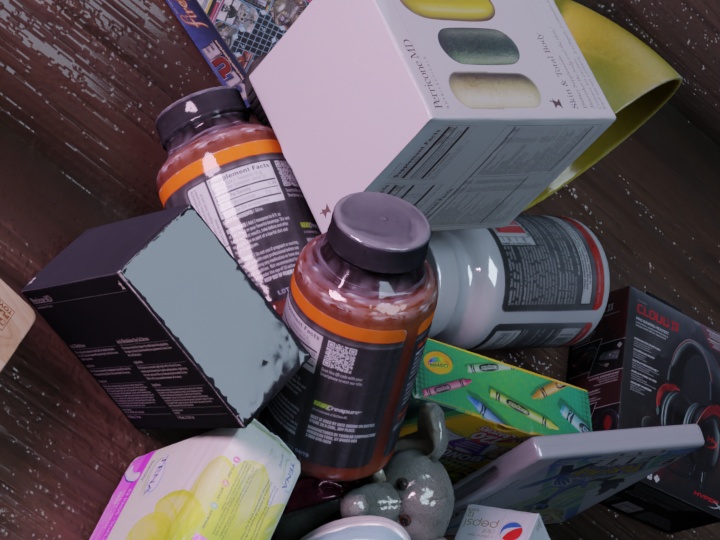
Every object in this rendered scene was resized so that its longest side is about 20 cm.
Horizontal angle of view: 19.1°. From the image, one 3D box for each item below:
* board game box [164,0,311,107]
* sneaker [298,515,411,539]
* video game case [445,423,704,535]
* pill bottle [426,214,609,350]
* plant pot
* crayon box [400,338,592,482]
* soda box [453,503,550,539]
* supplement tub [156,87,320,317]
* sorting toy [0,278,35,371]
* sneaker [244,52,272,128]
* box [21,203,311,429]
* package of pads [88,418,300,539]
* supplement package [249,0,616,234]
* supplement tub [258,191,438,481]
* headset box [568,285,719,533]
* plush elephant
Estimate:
[{"bbox_3d":[-0.074,-0.242,1.799,0.136,0.035,0.200,56,47,-12],"label":"board game box"},{"bbox_3d":[-0.049,0.254,1.514,0.080,0.199,0.131,58,8,-13],"label":"sneaker"},{"bbox_3d":[0.155,0.174,1.753,0.199,0.182,0.022,-1,65,-42],"label":"video game case"},{"bbox_3d":[0.107,0.010,1.815,0.199,0.116,0.117,1,75,-42],"label":"pill bottle"},{"bbox_3d":[0.163,-0.163,1.891,0.200,0.200,0.142,-29,79,-43],"label":"plant pot"},{"bbox_3d":[0.079,0.119,1.746,0.199,0.119,0.059,19,57,-36],"label":"crayon box"},{"bbox_3d":[0.130,0.276,1.722,0.068,0.063,0.200,-63,144,-35],"label":"soda box"},{"bbox_3d":[-0.090,-0.037,1.644,0.107,0.107,0.201,-9,71,-43],"label":"supplement tub"},{"bbox_3d":[-0.351,0.043,1.429,0.200,0.069,0.199,46,51,-21],"label":"sorting toy"},{"bbox_3d":[-0.032,-0.145,1.762,0.200,0.074,0.089,21,29,-47],"label":"sneaker"},{"bbox_3d":[-0.142,0.037,1.519,0.079,0.200,0.141,-47,108,-22],"label":"box"},{"bbox_3d":[-0.136,0.206,1.503,0.068,0.154,0.201,42,52,-23],"label":"package of pads"},{"bbox_3d":[0.054,-0.132,1.629,0.199,0.151,0.152,-4,60,-42],"label":"supplement package"},{"bbox_3d":[-0.005,0.045,1.522,0.106,0.201,0.107,11,34,-7],"label":"supplement tub"},{"bbox_3d":[0.264,0.118,1.942,0.148,0.075,0.201,27,59,-32],"label":"headset box"},{"bbox_3d":[0.001,0.183,1.631,0.199,0.155,0.166,-4,78,-42],"label":"plush elephant"}]
